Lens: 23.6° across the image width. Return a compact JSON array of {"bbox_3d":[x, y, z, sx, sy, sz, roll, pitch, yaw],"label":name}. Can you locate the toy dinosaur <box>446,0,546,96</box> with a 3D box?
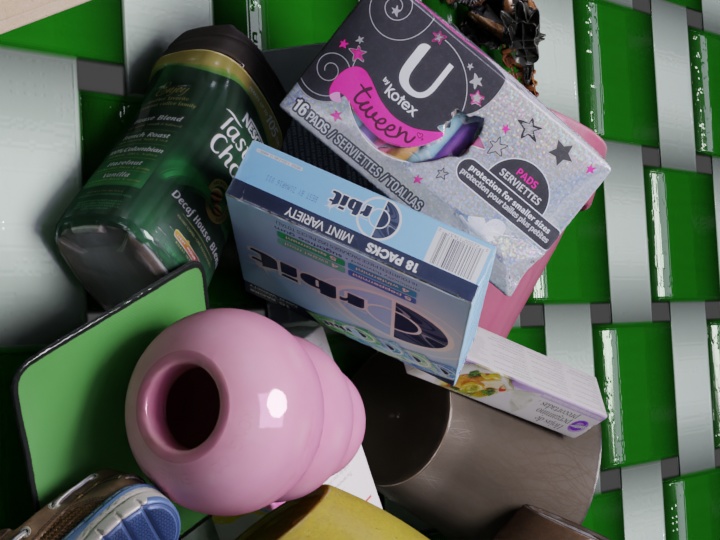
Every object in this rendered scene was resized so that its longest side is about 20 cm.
[{"bbox_3d":[0.129,-0.226,1.536,0.200,0.102,0.136,47,29,-14],"label":"toy dinosaur"}]

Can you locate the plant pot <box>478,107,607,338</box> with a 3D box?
[{"bbox_3d":[0.076,-0.042,1.360,0.199,0.199,0.181,23,83,-52],"label":"plant pot"}]

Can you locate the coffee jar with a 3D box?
[{"bbox_3d":[-0.118,-0.068,1.154,0.105,0.085,0.201,58,43,-38],"label":"coffee jar"}]

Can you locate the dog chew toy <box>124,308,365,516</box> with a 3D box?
[{"bbox_3d":[-0.061,0.092,1.090,0.200,0.123,0.126,16,73,-63],"label":"dog chew toy"}]

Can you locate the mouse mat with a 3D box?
[{"bbox_3d":[-0.146,0.109,1.087,0.160,0.007,0.202,-33,133,-40],"label":"mouse mat"}]

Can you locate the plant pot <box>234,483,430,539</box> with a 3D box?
[{"bbox_3d":[-0.022,0.225,1.114,0.143,0.199,0.200,55,40,-4],"label":"plant pot"}]

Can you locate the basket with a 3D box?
[{"bbox_3d":[0.085,0.139,1.391,0.199,0.135,0.182,27,76,-47],"label":"basket"}]

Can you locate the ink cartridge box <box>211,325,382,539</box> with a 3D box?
[{"bbox_3d":[-0.051,0.155,1.240,0.117,0.067,0.202,-38,116,-49],"label":"ink cartridge box"}]

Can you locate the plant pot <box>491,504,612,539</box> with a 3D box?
[{"bbox_3d":[0.130,0.292,1.332,0.186,0.186,0.202,25,87,-51],"label":"plant pot"}]

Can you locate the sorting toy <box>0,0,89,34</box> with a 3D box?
[{"bbox_3d":[-0.224,-0.249,1.073,0.200,0.036,0.187,-38,117,-56],"label":"sorting toy"}]

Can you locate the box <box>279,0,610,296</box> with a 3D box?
[{"bbox_3d":[0.061,-0.095,1.175,0.199,0.115,0.132,39,8,-1],"label":"box"}]

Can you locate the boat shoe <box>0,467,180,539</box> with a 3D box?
[{"bbox_3d":[-0.199,0.192,1.008,0.199,0.072,0.073,-35,129,-23],"label":"boat shoe"}]

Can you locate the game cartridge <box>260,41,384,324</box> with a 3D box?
[{"bbox_3d":[-0.015,-0.067,1.267,0.041,0.132,0.202,-30,114,-80],"label":"game cartridge"}]

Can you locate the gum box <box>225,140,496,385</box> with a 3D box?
[{"bbox_3d":[0.000,0.000,1.147,0.200,0.168,0.045,90,25,-71],"label":"gum box"}]

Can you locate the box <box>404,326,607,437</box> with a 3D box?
[{"bbox_3d":[0.110,0.080,1.317,0.199,0.039,0.042,23,43,-40],"label":"box"}]
